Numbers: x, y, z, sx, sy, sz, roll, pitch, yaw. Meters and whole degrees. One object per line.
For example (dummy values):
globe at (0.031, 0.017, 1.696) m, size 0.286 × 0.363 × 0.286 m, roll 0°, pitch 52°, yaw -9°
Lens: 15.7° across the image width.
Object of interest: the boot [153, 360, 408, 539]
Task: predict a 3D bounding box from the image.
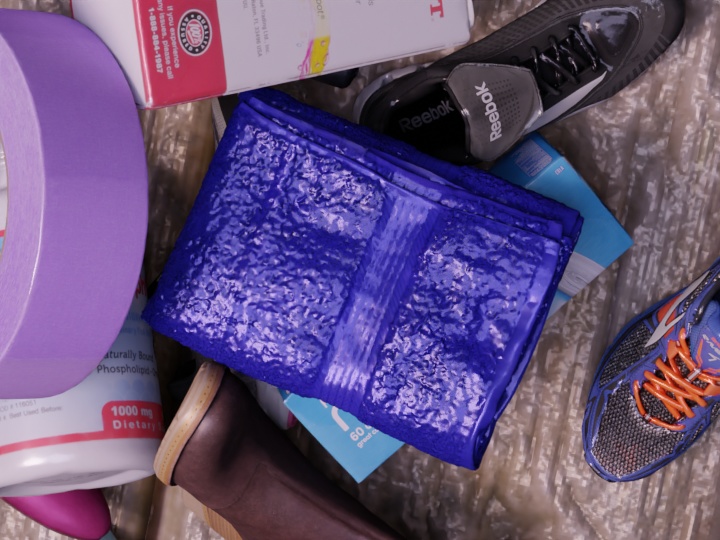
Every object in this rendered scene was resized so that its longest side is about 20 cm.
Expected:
boot at (-0.024, 0.126, 1.426) m, size 0.166 × 0.200 × 0.073 m, roll 25°, pitch 71°, yaw 10°

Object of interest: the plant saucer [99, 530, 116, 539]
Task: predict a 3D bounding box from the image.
plant saucer at (-0.127, 0.225, 1.478) m, size 0.019 × 0.200 × 0.070 m, roll 20°, pitch 108°, yaw -40°

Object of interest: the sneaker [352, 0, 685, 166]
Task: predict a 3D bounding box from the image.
sneaker at (0.083, -0.098, 1.399) m, size 0.199 × 0.091 × 0.067 m, roll -23°, pitch 104°, yaw 15°

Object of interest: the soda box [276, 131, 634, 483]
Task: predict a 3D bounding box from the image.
soda box at (0.048, 0.019, 1.418) m, size 0.200 × 0.064 × 0.068 m, roll -41°, pitch 109°, yaw 3°

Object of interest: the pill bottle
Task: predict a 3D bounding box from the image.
pill bottle at (-0.171, 0.019, 1.447) m, size 0.108 × 0.109 × 0.201 m, roll -10°, pitch 80°, yaw 13°

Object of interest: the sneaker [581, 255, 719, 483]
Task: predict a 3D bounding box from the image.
sneaker at (0.189, 0.038, 1.417) m, size 0.075 × 0.078 × 0.200 m, roll 39°, pitch 106°, yaw 1°

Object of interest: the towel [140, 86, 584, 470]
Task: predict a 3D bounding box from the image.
towel at (0.000, 0.000, 1.358) m, size 0.199 × 0.050 × 0.148 m, roll 23°, pitch 87°, yaw 10°

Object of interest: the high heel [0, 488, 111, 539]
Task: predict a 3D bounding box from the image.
high heel at (-0.199, 0.062, 1.499) m, size 0.200 × 0.067 × 0.096 m, roll 44°, pitch 117°, yaw 3°

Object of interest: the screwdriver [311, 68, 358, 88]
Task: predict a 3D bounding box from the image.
screwdriver at (-0.093, -0.149, 1.453) m, size 0.199 × 0.029 × 0.028 m, roll 23°, pitch 105°, yaw 0°

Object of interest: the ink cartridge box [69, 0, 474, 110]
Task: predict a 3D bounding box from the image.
ink cartridge box at (-0.051, -0.174, 1.359) m, size 0.199 × 0.085 × 0.148 m, roll -14°, pitch 103°, yaw -32°

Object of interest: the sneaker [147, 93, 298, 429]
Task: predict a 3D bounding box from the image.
sneaker at (-0.079, -0.006, 1.460) m, size 0.087 × 0.074 × 0.201 m, roll -2°, pitch 106°, yaw 5°

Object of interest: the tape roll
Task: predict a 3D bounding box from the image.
tape roll at (-0.191, -0.034, 1.339) m, size 0.200 × 0.065 × 0.201 m, roll -1°, pitch 89°, yaw 49°
